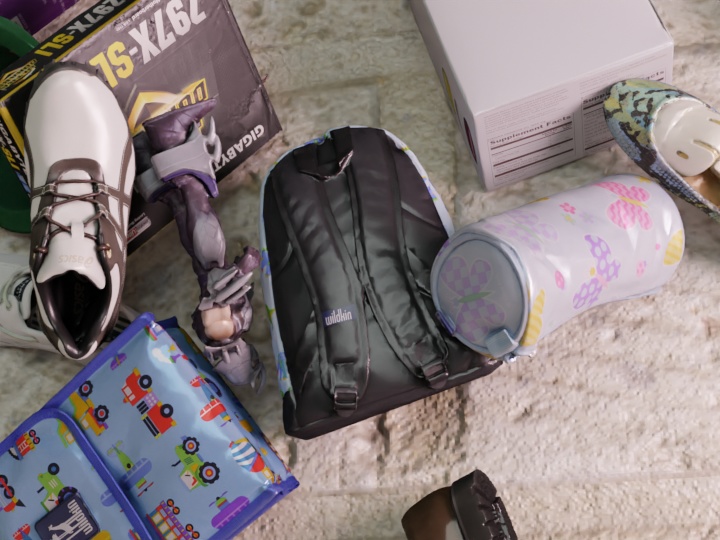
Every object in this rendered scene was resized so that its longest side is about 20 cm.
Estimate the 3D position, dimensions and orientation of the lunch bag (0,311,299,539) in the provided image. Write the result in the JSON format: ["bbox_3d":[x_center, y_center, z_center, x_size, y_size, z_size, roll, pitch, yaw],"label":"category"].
[{"bbox_3d":[-0.167,0.151,1.030,0.199,0.094,0.151,-39,82,2],"label":"lunch bag"}]

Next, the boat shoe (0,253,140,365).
[{"bbox_3d":[-0.236,0.022,1.123,0.197,0.067,0.074,15,67,17],"label":"boat shoe"}]

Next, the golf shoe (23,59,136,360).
[{"bbox_3d":[-0.185,-0.037,1.002,0.077,0.095,0.203,-5,106,-9],"label":"golf shoe"}]

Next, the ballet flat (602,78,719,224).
[{"bbox_3d":[0.257,-0.070,1.038,0.199,0.074,0.075,38,73,-1],"label":"ballet flat"}]

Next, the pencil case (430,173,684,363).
[{"bbox_3d":[0.137,-0.006,1.007,0.199,0.083,0.091,-21,68,-45],"label":"pencil case"}]

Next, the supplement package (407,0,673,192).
[{"bbox_3d":[0.127,-0.191,1.139,0.154,0.111,0.202,-20,61,0],"label":"supplement package"}]

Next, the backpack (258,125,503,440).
[{"bbox_3d":[0.000,0.000,1.061,0.161,0.154,0.202,-20,83,4],"label":"backpack"}]

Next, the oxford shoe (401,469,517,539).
[{"bbox_3d":[0.074,0.238,0.967,0.084,0.073,0.202,-25,59,16],"label":"oxford shoe"}]

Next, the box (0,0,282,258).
[{"bbox_3d":[-0.165,-0.115,1.104,0.200,0.161,0.049,-41,36,-26],"label":"box"}]

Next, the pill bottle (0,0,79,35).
[{"bbox_3d":[-0.273,-0.267,1.247,0.199,0.113,0.113,-39,64,-10],"label":"pill bottle"}]

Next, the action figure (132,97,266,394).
[{"bbox_3d":[-0.103,-0.010,1.044,0.069,0.130,0.203,-19,88,-15],"label":"action figure"}]

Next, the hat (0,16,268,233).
[{"bbox_3d":[-0.224,-0.129,1.212,0.199,0.167,0.176,39,35,16],"label":"hat"}]
